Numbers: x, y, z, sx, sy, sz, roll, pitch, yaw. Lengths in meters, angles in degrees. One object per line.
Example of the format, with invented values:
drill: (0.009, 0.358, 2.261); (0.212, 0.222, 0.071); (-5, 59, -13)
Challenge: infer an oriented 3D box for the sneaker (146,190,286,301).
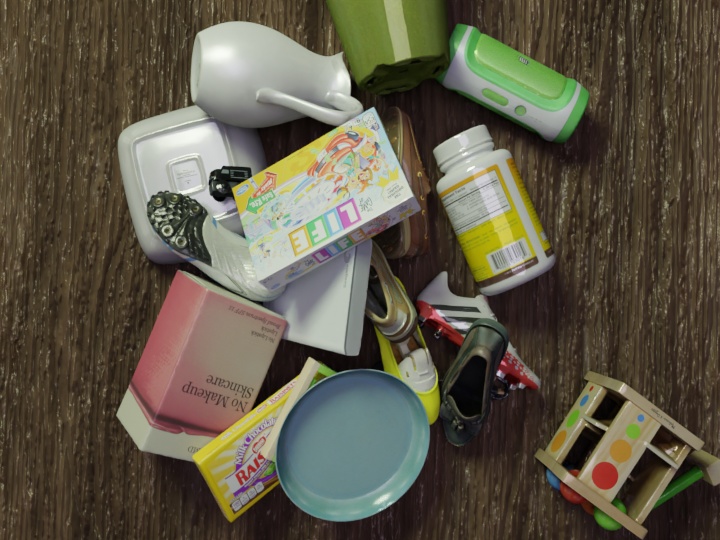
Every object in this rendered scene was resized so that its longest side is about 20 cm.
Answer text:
sneaker: (-0.181, -0.024, 0.852); (0.198, 0.072, 0.073); (35, 66, -9)

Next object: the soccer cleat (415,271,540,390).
soccer cleat: (0.163, 0.082, 0.907); (0.198, 0.069, 0.086); (35, 78, 7)

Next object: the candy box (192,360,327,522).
candy box: (-0.107, 0.214, 0.865); (0.198, 0.026, 0.104); (-35, 118, -25)

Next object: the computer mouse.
computer mouse: (0.108, 0.151, 0.923); (0.194, 0.034, 0.060); (3, 88, -2)

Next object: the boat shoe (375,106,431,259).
boat shoe: (0.057, -0.115, 0.918); (0.066, 0.071, 0.206); (3, 79, -34)

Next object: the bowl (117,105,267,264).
bowl: (-0.220, -0.120, 0.905); (0.195, 0.075, 0.205); (-14, 90, -3)

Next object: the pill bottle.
pill bottle: (0.168, -0.079, 0.891); (0.107, 0.109, 0.204); (-23, 89, -1)

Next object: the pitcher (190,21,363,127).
pitcher: (-0.101, -0.226, 0.836); (0.195, 0.172, 0.124); (2, 120, -23)

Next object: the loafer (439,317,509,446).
loafer: (0.133, 0.153, 0.860); (0.070, 0.063, 0.204); (19, 126, 15)

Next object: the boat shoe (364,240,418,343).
boat shoe: (0.000, 0.000, 0.859); (0.072, 0.076, 0.200); (-47, 52, 7)

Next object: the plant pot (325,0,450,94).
plant pot: (0.034, -0.332, 0.847); (0.194, 0.200, 0.195); (-12, 87, -1)

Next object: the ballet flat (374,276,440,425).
ballet flat: (0.058, 0.097, 0.881); (0.065, 0.067, 0.204); (-12, 72, -25)

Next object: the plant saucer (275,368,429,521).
plant saucer: (-0.010, 0.211, 0.840); (0.194, 0.027, 0.206); (-5, 107, -16)

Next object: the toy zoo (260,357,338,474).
toy zoo: (-0.017, 0.213, 0.883); (0.198, 0.020, 0.134); (31, 85, -30)

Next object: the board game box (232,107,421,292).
board game box: (-0.043, -0.082, 0.785); (0.197, 0.034, 0.137); (-28, 60, 9)

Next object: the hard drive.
hard drive: (-0.061, 0.024, 0.852); (0.026, 0.198, 0.136); (8, 88, -37)

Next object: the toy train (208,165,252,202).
toy train: (-0.102, -0.111, 0.885); (0.195, 0.034, 0.047); (0, 71, -31)

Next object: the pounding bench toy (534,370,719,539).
pounding bench toy: (0.351, 0.259, 0.878); (0.198, 0.124, 0.158); (35, 88, 0)

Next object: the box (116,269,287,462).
box: (-0.198, 0.122, 0.856); (0.126, 0.108, 0.205); (24, 88, -37)

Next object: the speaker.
speaker: (0.199, -0.247, 0.908); (0.196, 0.088, 0.090); (27, 88, 0)
